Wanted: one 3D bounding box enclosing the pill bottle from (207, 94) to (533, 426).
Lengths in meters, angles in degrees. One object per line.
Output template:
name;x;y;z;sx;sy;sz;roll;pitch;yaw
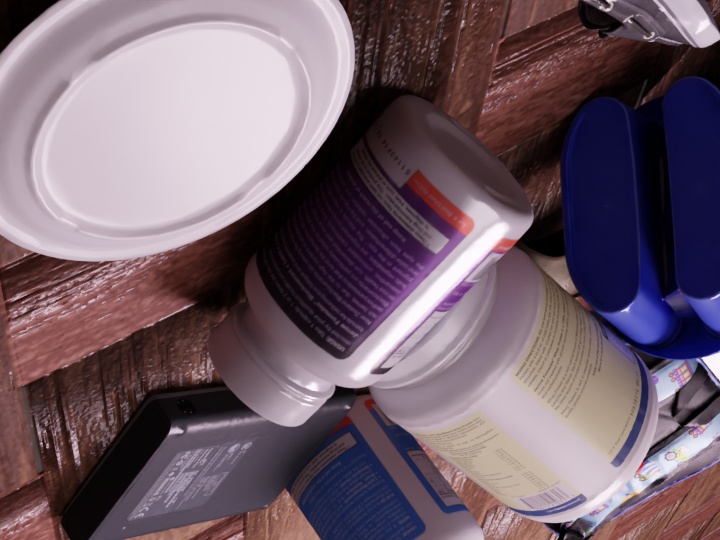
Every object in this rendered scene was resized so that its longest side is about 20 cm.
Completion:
pill bottle;0.000;0.000;0.880;0.200;0.111;0.111;-46;153;18

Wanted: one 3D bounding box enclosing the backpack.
backpack;0.201;0.109;1.195;0.200;0.135;0.183;-32;118;23

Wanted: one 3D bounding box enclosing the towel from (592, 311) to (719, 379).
towel;0.282;0.050;1.262;0.171;0.048;0.200;-9;132;13

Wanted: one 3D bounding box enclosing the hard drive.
hard drive;-0.107;0.138;1.064;0.200;0.033;0.140;-1;136;-51

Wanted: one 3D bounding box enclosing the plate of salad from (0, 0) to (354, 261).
plate of salad;-0.097;-0.080;0.698;0.200;0.048;0.200;-20;146;-14

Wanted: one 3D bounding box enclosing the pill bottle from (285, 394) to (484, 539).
pill bottle;0.028;0.208;1.159;0.112;0.200;0.112;-29;153;-16

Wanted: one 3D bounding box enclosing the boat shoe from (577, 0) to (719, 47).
boat shoe;0.159;-0.169;0.864;0.066;0.070;0.200;-29;162;23

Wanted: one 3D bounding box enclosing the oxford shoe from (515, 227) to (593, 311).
oxford shoe;0.099;0.010;1.105;0.200;0.070;0.075;-19;119;-27

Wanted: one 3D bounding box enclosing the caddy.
caddy;0.220;-0.039;1.015;0.141;0.200;0.105;-10;160;29

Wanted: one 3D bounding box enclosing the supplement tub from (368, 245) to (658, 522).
supplement tub;0.095;0.069;0.995;0.145;0.145;0.200;-43;121;12
